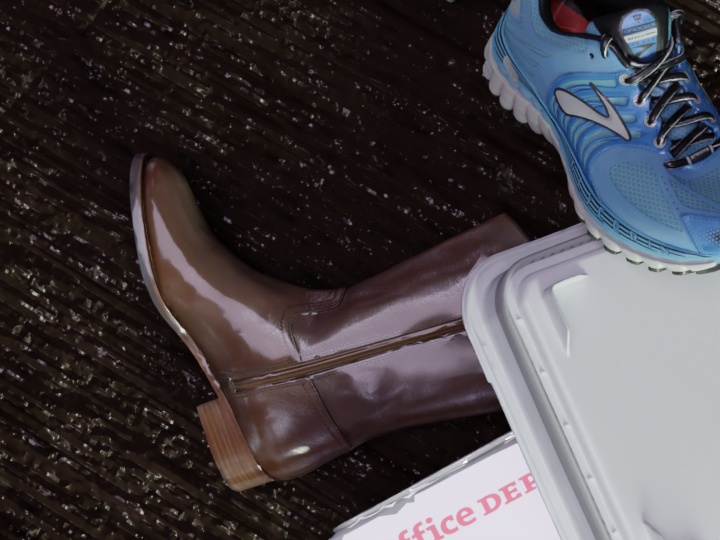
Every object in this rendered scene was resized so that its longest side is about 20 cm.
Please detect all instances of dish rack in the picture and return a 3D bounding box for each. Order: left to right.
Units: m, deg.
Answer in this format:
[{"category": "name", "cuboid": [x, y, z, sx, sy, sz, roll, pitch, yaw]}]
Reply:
[{"category": "dish rack", "cuboid": [0.155, 0.061, 1.108, 0.171, 0.044, 0.201, -19, 80, -27]}]

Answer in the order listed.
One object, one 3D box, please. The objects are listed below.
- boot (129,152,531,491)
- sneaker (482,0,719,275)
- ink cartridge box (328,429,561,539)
[{"category": "boot", "cuboid": [0.000, 0.000, 1.185, 0.199, 0.064, 0.187, -19, 98, 15]}, {"category": "sneaker", "cuboid": [0.126, -0.078, 1.107, 0.078, 0.090, 0.200, -21, 53, -27]}, {"category": "ink cartridge box", "cuboid": [0.097, 0.180, 1.149, 0.144, 0.084, 0.201, -28, 83, 10]}]
